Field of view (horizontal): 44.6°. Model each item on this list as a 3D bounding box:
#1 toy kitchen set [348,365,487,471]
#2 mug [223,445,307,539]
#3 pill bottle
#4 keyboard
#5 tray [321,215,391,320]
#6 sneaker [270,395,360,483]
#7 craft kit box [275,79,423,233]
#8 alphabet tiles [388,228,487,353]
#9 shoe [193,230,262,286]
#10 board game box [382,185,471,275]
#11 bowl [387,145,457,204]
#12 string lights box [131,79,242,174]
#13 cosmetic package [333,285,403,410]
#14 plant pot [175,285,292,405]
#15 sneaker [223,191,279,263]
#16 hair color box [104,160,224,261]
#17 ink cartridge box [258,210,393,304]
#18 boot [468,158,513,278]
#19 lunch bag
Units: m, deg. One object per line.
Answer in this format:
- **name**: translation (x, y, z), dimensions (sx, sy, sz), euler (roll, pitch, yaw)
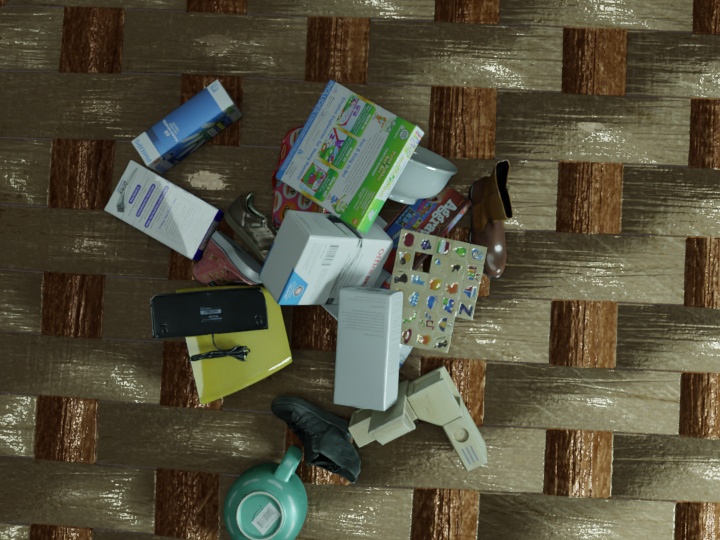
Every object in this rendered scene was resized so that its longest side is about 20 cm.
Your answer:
- **toy kitchen set**: translation (0.101, 0.312, 1.579), dimensions (0.198, 0.163, 0.182), euler (-28, 99, 12)
- **mug**: translation (-0.177, 0.424, 1.615), dimensions (0.150, 0.114, 0.188), euler (-4, 87, 3)
- **pill bottle**: translation (0.043, 0.124, 1.622), dimensions (0.112, 0.112, 0.201), euler (33, 89, 4)
- **keyboard**: translation (-0.254, 0.097, 1.497), dimensions (0.197, 0.021, 0.129), euler (-4, 78, -16)
- **tray**: translation (0.000, 0.000, 1.676), dimensions (0.107, 0.022, 0.200), euler (42, 90, 5)
- **sneaker**: translation (-0.086, 0.311, 1.622), dimensions (0.197, 0.060, 0.105), euler (21, 48, 1)
- **craft kit box**: translation (-0.021, -0.199, 1.514), dimensions (0.197, 0.048, 0.202), euler (34, 95, 28)
- **alphabet tiles**: translation (0.131, 0.041, 1.572), dimensions (0.165, 0.008, 0.203), euler (11, 93, -13)
- **shoe**: translation (-0.245, 0.003, 1.620), dimensions (0.071, 0.200, 0.092), euler (31, 94, -37)
- **board game box**: translation (0.107, -0.079, 1.639), dimensions (0.103, 0.019, 0.200), euler (35, 78, 29)
- **bowl**: translation (0.072, -0.182, 1.610), dimensions (0.199, 0.201, 0.091), euler (24, 106, 4)
- **string lights box**: translation (-0.327, -0.271, 1.667), dimensions (0.199, 0.103, 0.059), euler (-36, 86, 1)
- **cosmetic package**: translation (0.014, 0.133, 1.528), dimensions (0.100, 0.074, 0.203), euler (6, 96, 21)
- **plant pot**: translation (-0.226, 0.121, 1.605), dimensions (0.174, 0.200, 0.203), euler (-13, 86, -10)
- **sneaker**: translation (-0.171, -0.064, 1.659), dimensions (0.200, 0.070, 0.076), euler (43, 101, 6)
- **hair color box**: translation (-0.374, -0.113, 1.681), dimensions (0.198, 0.065, 0.110), euler (29, 89, 2)
- **ink cartridge box**: translation (-0.059, -0.019, 1.549), dimensions (0.084, 0.198, 0.146), euler (49, 122, 37)
- **boot**: translation (0.250, -0.087, 1.577), dimensions (0.067, 0.200, 0.191), euler (0, 85, -7)
- **lunch bag**: translation (-0.097, -0.168, 1.631), dimensions (0.174, 0.081, 0.203), euler (0, 77, 40)
